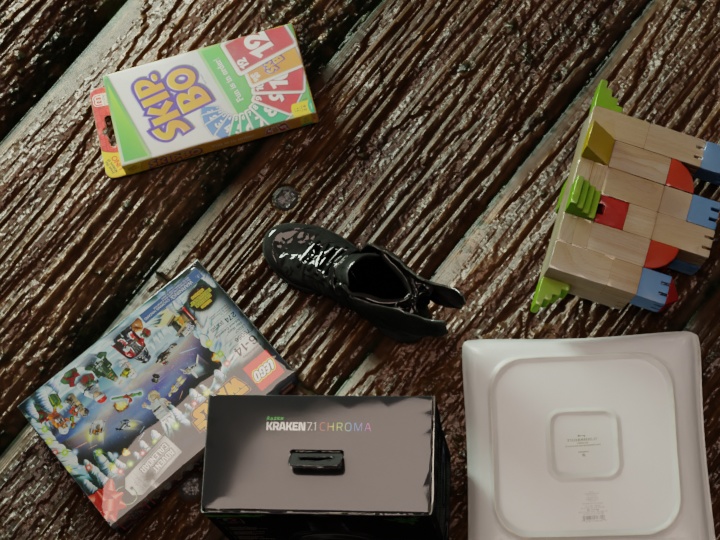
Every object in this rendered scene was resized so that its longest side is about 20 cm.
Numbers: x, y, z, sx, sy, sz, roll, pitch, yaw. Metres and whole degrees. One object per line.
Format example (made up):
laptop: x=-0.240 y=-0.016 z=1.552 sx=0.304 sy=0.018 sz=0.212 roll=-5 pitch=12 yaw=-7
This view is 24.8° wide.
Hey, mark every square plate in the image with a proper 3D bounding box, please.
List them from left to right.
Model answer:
square plate: x=0.185 y=0.145 z=1.338 sx=0.199 sy=0.028 sz=0.199 roll=-3 pitch=70 yaw=6

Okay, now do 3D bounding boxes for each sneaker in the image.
sneaker: x=-0.002 y=0.002 z=1.369 sx=0.199 sy=0.104 sz=0.060 roll=31 pitch=77 yaw=16

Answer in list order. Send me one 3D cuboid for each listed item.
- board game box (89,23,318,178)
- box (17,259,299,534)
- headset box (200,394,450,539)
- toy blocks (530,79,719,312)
board game box: x=-0.145 y=-0.153 z=1.485 sx=0.199 sy=0.030 sz=0.096 roll=-17 pitch=69 yaw=3
box: x=-0.171 y=0.105 z=1.386 sx=0.200 sy=0.040 sz=0.137 roll=-40 pitch=72 yaw=-8
headset box: x=-0.021 y=0.161 z=1.264 sx=0.173 sy=0.200 sz=0.093 roll=0 pitch=70 yaw=6
toy blocks: x=0.237 y=-0.043 z=1.374 sx=0.136 sy=0.100 sz=0.201 roll=18 pitch=73 yaw=1
